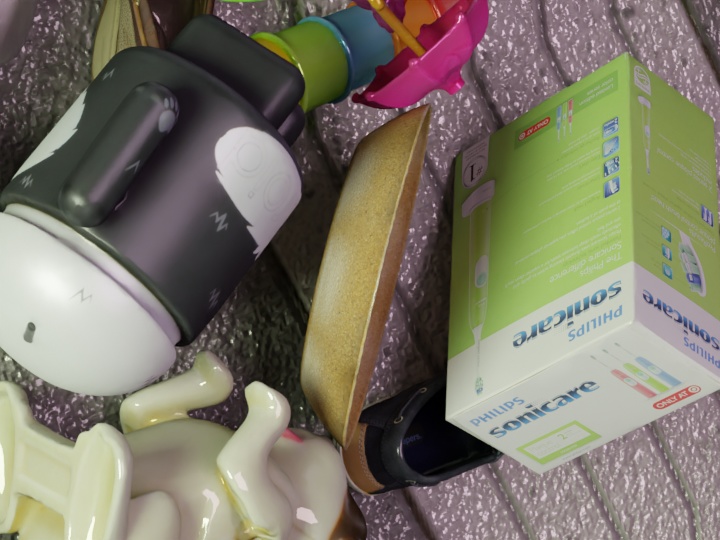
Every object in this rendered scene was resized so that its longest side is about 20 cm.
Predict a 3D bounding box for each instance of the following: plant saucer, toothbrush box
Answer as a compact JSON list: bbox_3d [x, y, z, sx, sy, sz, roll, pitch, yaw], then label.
[{"bbox_3d":[0.000,0.000,1.200,0.035,0.200,0.201,13,77,3],"label":"plant saucer"},{"bbox_3d":[0.131,-0.004,1.256,0.086,0.145,0.200,33,44,-31],"label":"toothbrush box"}]

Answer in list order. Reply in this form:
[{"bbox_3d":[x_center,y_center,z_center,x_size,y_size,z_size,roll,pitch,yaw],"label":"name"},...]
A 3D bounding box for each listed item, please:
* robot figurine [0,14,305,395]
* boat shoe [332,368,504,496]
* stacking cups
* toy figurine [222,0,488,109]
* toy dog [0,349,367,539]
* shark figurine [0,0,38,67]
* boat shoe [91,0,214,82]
[{"bbox_3d":[-0.111,-0.033,1.079,0.200,0.125,0.150,-54,130,-17],"label":"robot figurine"},{"bbox_3d":[0.073,0.084,1.301,0.200,0.062,0.075,-22,99,-37],"label":"boat shoe"},{"bbox_3d":[-0.010,-0.133,1.253,0.200,0.060,0.061,-30,105,-37],"label":"stacking cups"},{"bbox_3d":[-0.008,-0.171,1.165,0.150,0.200,0.184,-35,139,6],"label":"toy figurine"},{"bbox_3d":[-0.083,0.141,1.134,0.200,0.139,0.194,-2,93,-38],"label":"toy dog"},{"bbox_3d":[-0.200,-0.224,1.097,0.128,0.089,0.215,-46,116,-31],"label":"shark figurine"},{"bbox_3d":[-0.102,-0.181,1.175,0.072,0.072,0.201,12,80,-36],"label":"boat shoe"}]
